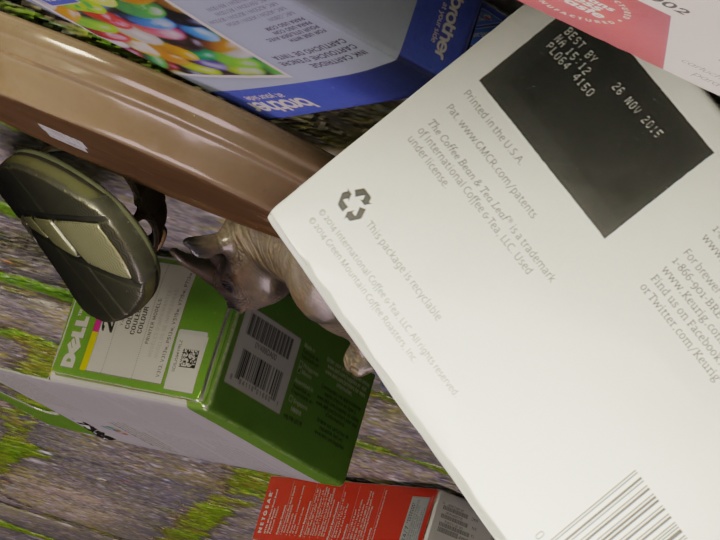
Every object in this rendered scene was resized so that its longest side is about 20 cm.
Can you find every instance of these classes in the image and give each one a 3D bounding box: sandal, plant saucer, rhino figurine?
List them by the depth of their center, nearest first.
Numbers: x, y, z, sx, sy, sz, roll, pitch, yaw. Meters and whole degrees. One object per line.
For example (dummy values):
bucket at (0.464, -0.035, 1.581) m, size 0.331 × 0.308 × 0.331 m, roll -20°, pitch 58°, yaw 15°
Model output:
plant saucer at (-0.082, -0.052, 1.069) m, size 0.200 × 0.030 × 0.200 m, roll 23°, pitch 177°, yaw 1°
rhino figurine at (0.000, 0.000, 1.187) m, size 0.200 × 0.060 × 0.088 m, roll 8°, pitch 145°, yaw 35°
sandal at (-0.118, -0.030, 1.226) m, size 0.080 × 0.057 × 0.201 m, roll 59°, pitch 172°, yaw -13°

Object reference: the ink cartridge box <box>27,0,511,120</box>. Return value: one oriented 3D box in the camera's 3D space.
ink cartridge box at (-0.048, -0.095, 0.919) m, size 0.200 × 0.042 × 0.119 m, roll 23°, pitch 165°, yaw -32°

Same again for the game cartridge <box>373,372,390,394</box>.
game cartridge at (0.099, 0.074, 1.432) m, size 0.129 × 0.038 × 0.200 m, roll -1°, pitch 159°, yaw 39°

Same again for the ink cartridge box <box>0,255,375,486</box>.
ink cartridge box at (-0.115, 0.044, 1.472) m, size 0.200 × 0.076 × 0.148 m, roll 9°, pitch 165°, yaw 31°

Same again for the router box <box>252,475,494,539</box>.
router box at (0.059, 0.198, 1.935) m, size 0.200 × 0.049 × 0.179 m, roll 26°, pitch 163°, yaw -36°

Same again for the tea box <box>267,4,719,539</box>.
tea box at (0.103, 0.043, 0.897) m, size 0.200 × 0.134 × 0.197 m, roll 54°, pitch -174°, yaw 29°

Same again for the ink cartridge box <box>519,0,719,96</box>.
ink cartridge box at (0.127, -0.092, 0.659) m, size 0.116 × 0.068 × 0.200 m, roll 22°, pitch 165°, yaw -22°
